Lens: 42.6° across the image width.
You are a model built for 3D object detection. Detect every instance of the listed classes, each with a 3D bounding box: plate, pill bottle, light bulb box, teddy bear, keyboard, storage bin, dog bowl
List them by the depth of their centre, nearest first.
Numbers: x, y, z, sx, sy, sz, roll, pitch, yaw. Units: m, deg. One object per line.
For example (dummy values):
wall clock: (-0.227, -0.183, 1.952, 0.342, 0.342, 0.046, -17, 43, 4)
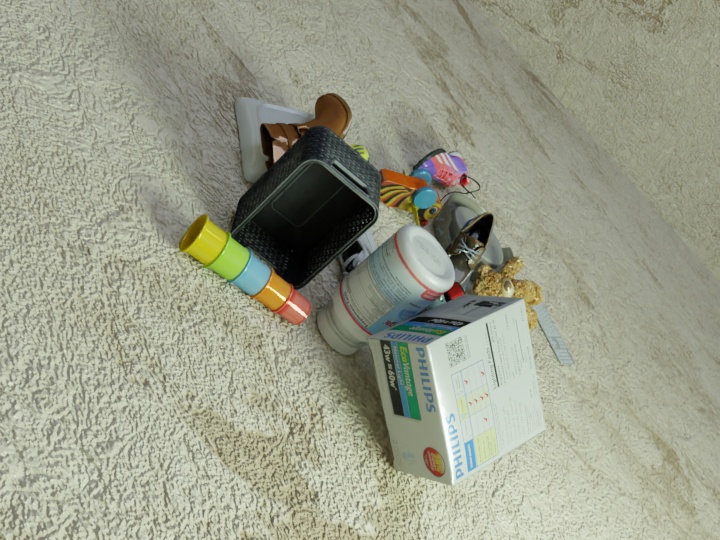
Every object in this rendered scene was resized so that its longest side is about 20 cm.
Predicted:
light bulb box: (0.135, 0.157, 1.271, 0.198, 0.124, 0.201, -19, 103, -38)
storage bin: (-0.077, -0.086, 1.304, 0.135, 0.200, 0.094, 37, 32, -23)
pill bottle: (0.031, 0.034, 1.323, 0.108, 0.200, 0.110, 34, 32, -26)
plate: (-0.104, -0.208, 1.525, 0.197, 0.032, 0.201, 10, 46, -25)
teddy bear: (0.299, 0.052, 1.791, 0.200, 0.066, 0.146, 45, 68, -41)
dog bowl: (0.226, -0.060, 1.867, 0.199, 0.059, 0.201, 36, 31, -26)
keyboard: (0.395, 0.113, 1.961, 0.056, 0.011, 0.202, 12, 47, -50)

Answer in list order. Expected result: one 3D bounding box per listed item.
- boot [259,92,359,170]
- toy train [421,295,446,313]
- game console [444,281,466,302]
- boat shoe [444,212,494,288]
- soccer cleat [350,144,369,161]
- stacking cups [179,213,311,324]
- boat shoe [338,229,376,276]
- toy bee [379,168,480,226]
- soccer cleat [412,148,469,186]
boot: (-0.089, -0.220, 1.470, 0.153, 0.074, 0.202, 3, 46, -24)
toy train: (0.102, 0.098, 1.441, 0.085, 0.114, 0.202, 21, 40, -42)
game console: (0.180, 0.130, 1.496, 0.177, 0.031, 0.202, 80, -11, -69)
boat shoe: (0.192, -0.037, 1.713, 0.072, 0.073, 0.201, 30, 55, -1)
soccer cleat: (-0.039, -0.191, 1.630, 0.084, 0.065, 0.201, 43, 29, -9)
stacking cups: (-0.149, 0.007, 1.245, 0.199, 0.060, 0.061, 39, 30, -24)
boat shoe: (0.000, 0.000, 1.468, 0.065, 0.074, 0.201, 15, 34, -40)
toy bee: (0.115, -0.129, 1.766, 0.197, 0.109, 0.132, 20, 42, -4)
soccer cleat: (0.179, -0.213, 1.974, 0.074, 0.068, 0.199, 60, 27, 10)
